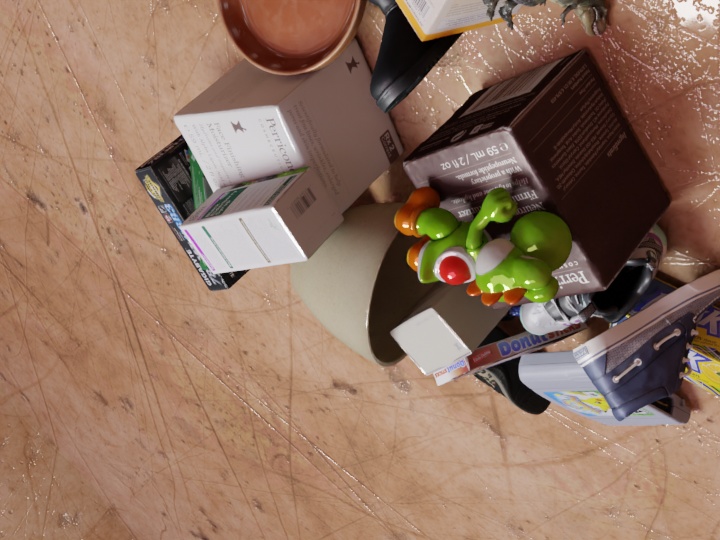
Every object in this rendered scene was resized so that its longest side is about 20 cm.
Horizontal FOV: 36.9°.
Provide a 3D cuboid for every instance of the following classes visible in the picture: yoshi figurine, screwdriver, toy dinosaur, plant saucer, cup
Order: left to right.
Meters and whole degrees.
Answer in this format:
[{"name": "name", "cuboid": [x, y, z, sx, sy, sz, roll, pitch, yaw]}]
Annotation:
[{"name": "plant saucer", "cuboid": [-0.078, -0.326, 1.238, 0.200, 0.032, 0.201, 5, 101, 29]}, {"name": "cup", "cuboid": [0.000, 0.000, 1.323, 0.143, 0.200, 0.201, 18, 138, 26]}, {"name": "yoshi figurine", "cuboid": [0.133, -0.027, 1.073, 0.200, 0.112, 0.112, 24, 102, 48]}, {"name": "toy dinosaur", "cuboid": [0.162, -0.265, 1.015, 0.088, 0.200, 0.048, -30, 63, 25]}, {"name": "screwdriver", "cuboid": [0.222, 0.050, 1.377, 0.029, 0.028, 0.200, 30, 159, -32]}]

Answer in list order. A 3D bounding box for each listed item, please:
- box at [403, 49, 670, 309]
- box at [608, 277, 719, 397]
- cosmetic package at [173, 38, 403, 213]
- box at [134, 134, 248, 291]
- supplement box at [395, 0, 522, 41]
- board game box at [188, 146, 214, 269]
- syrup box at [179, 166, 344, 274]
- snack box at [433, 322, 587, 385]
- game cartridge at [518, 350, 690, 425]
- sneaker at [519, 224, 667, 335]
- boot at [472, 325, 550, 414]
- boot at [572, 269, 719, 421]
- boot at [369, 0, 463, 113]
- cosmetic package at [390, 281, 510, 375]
[{"name": "box", "cuboid": [0.189, -0.093, 1.150, 0.166, 0.164, 0.200, -15, 115, 51]}, {"name": "box", "cuboid": [0.383, 0.082, 1.208, 0.200, 0.070, 0.064, 28, 150, 23]}, {"name": "cosmetic package", "cuboid": [-0.088, -0.172, 1.352, 0.200, 0.165, 0.165, 2, 129, 44]}, {"name": "box", "cuboid": [-0.181, -0.108, 1.483, 0.050, 0.199, 0.200, -8, 120, 47]}, {"name": "supplement box", "cuboid": [0.125, -0.316, 1.013, 0.074, 0.126, 0.200, 60, 148, 16]}, {"name": "board game box", "cuboid": [-0.162, -0.106, 1.449, 0.029, 0.134, 0.201, -6, 90, 48]}, {"name": "syrup box", "cuboid": [-0.122, -0.057, 1.291, 0.200, 0.079, 0.082, -6, 125, 48]}, {"name": "snack box", "cuboid": [0.185, 0.095, 1.323, 0.072, 0.199, 0.024, -35, 73, 55]}, {"name": "game cartridge", "cuboid": [0.293, 0.148, 1.320, 0.200, 0.041, 0.133, 28, 160, -33]}, {"name": "sneaker", "cuboid": [0.244, 0.029, 1.187, 0.078, 0.140, 0.200, 43, 121, -6]}, {"name": "boot", "cuboid": [0.163, 0.112, 1.474, 0.203, 0.074, 0.154, 40, 170, -30]}, {"name": "boot", "cuboid": [0.327, 0.078, 1.148, 0.091, 0.199, 0.073, 60, 166, 9]}, {"name": "boot", "cuboid": [0.019, -0.272, 1.112, 0.168, 0.200, 0.076, 41, 142, -5]}, {"name": "cosmetic package", "cuboid": [0.137, 0.026, 1.293, 0.073, 0.200, 0.103, 49, 144, -4]}]
